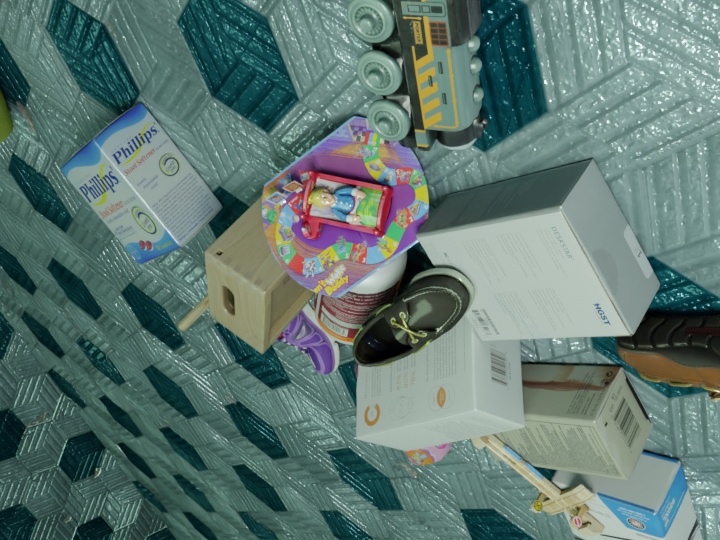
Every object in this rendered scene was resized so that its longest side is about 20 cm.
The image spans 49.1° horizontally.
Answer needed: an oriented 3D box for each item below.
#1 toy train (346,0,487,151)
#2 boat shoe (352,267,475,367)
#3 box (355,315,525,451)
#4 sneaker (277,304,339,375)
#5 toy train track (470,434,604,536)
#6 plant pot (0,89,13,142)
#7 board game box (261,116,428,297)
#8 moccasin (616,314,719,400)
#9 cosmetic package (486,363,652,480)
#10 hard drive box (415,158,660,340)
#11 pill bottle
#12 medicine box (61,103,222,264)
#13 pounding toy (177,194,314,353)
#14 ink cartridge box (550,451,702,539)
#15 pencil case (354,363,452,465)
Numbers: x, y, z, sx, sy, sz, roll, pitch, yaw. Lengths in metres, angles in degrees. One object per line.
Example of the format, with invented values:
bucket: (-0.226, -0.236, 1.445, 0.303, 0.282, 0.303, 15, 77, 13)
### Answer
toy train: (0.058, -0.197, 0.728, 0.112, 0.086, 0.202, 12, 138, 25)
boat shoe: (0.056, 0.061, 0.897, 0.072, 0.061, 0.201, 44, 144, -5)
box: (0.094, 0.140, 0.977, 0.097, 0.127, 0.198, 23, 148, -37)
sneaker: (-0.108, 0.094, 1.253, 0.080, 0.084, 0.201, -4, 127, 50)
toy train track: (0.215, 0.270, 0.985, 0.199, 0.033, 0.115, 40, 149, 4)
plant pot: (-0.711, -0.333, 1.355, 0.185, 0.187, 0.203, 26, 130, 24)
board game box: (-0.023, -0.069, 0.870, 0.160, 0.198, 0.039, 58, -167, 8)
moccasin: (0.344, 0.089, 0.753, 0.199, 0.074, 0.078, -6, 135, 47)
cosmetic package: (0.237, 0.179, 0.964, 0.198, 0.088, 0.104, -5, 128, 49)
hard drive box: (0.178, -0.011, 0.814, 0.198, 0.077, 0.157, -7, 124, 52)
pill bottle: (0.000, 0.000, 0.994, 0.109, 0.110, 0.201, 33, 148, 14)
medicine box: (-0.344, -0.129, 1.231, 0.201, 0.103, 0.181, 52, 147, -17)
pounding toy: (-0.150, 0.007, 1.098, 0.141, 0.184, 0.201, 33, 148, 14)
ink cartridge box: (0.348, 0.323, 1.015, 0.143, 0.084, 0.202, 7, 134, 45)
pencil case: (0.066, 0.199, 1.191, 0.087, 0.088, 0.202, -3, 126, 49)
